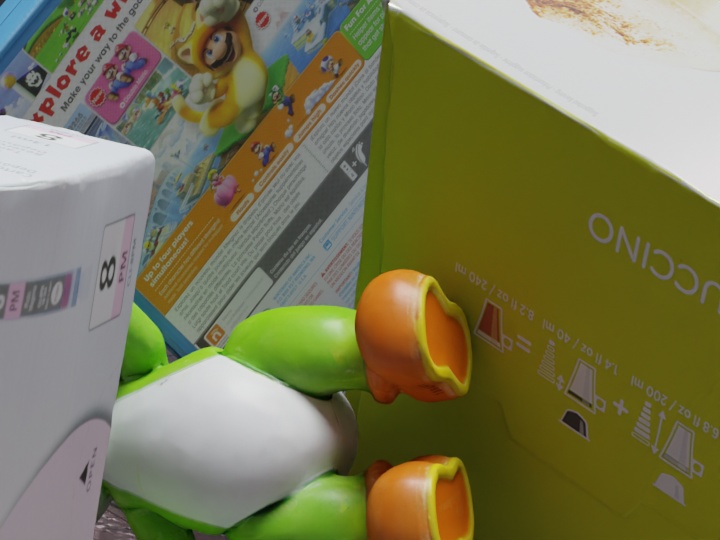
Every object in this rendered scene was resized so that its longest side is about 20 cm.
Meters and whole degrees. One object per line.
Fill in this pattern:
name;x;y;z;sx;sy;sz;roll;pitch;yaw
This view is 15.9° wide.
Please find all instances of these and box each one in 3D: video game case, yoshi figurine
video game case;-0.030;-0.044;0.821;0.018;0.143;0.200;27;-15;49
yoshi figurine;-0.071;0.049;0.770;0.199;0.112;0.113;-3;40;18

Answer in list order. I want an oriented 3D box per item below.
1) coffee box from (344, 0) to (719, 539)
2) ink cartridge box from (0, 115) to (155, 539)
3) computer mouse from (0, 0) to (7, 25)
coffee box;0.132;0.005;0.822;0.199;0.201;0.197;34;46;31
ink cartridge box;-0.106;0.057;0.568;0.057;0.164;0.200;12;11;7
computer mouse;-0.094;-0.078;0.815;0.140;0.046;0.200;-24;-13;11
